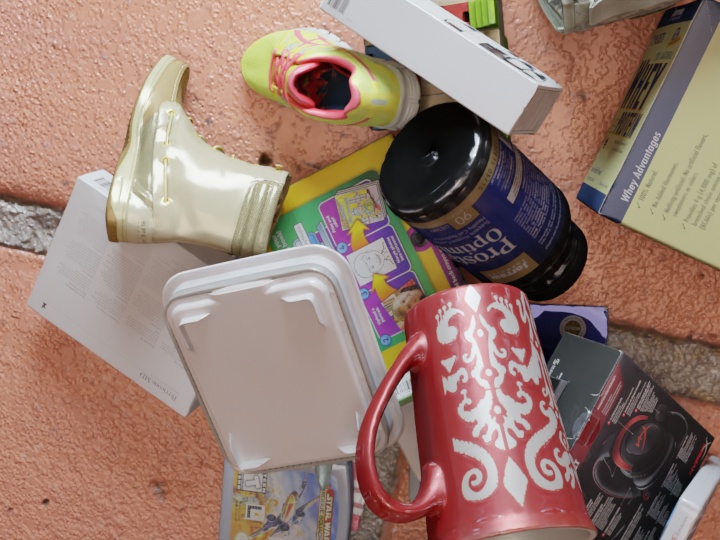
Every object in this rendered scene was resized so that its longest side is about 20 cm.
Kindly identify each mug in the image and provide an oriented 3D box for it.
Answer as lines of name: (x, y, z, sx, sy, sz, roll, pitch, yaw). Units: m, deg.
mug: (0.090, 0.117, 0.792, 0.133, 0.177, 0.202, -24, 59, 31)

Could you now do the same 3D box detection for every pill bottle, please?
pill bottle: (0.117, -0.052, 0.894, 0.112, 0.112, 0.199, -48, 130, 9)

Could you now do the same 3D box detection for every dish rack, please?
dish rack: (-0.067, 0.086, 0.826, 0.170, 0.044, 0.202, -11, 115, 17)

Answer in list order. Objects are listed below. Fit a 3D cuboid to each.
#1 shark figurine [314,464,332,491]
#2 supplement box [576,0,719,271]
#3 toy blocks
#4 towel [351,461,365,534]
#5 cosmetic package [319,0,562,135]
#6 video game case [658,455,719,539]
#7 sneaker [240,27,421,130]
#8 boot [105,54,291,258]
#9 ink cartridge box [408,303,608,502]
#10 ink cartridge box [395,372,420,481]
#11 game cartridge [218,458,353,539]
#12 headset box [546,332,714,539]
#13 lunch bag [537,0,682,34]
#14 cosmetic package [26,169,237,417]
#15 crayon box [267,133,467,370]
shark figurine: (-0.069, 0.084, 0.889, 0.127, 0.089, 0.216, 23, 136, 37)
supplement box: (0.332, -0.106, 0.896, 0.198, 0.134, 0.202, 24, 100, -1)
toy blocks: (0.063, -0.211, 0.927, 0.135, 0.100, 0.203, -4, 95, 15)
towel: (-0.054, 0.161, 1.024, 0.145, 0.030, 0.202, 11, 99, 4)
cosmetic package: (0.068, -0.187, 0.842, 0.199, 0.082, 0.051, 37, 109, 16)
video game case: (0.283, 0.272, 0.933, 0.023, 0.199, 0.184, 27, 103, 24)
sneaker: (-0.045, -0.175, 0.903, 0.199, 0.090, 0.079, 19, 110, 37)
boot: (-0.138, -0.103, 0.927, 0.154, 0.073, 0.202, 9, 57, -2)
ink cartridge box: (0.147, 0.134, 0.997, 0.197, 0.041, 0.203, 1, 99, 4)
ink cartridge box: (0.116, 0.160, 0.956, 0.144, 0.048, 0.201, -24, 121, 4)
game cartridge: (-0.073, 0.239, 1.005, 0.132, 0.042, 0.203, 6, 99, 10)
headset box: (0.217, 0.162, 0.914, 0.200, 0.075, 0.150, 37, 79, -35)
lunch bag: (0.223, -0.276, 0.839, 0.162, 0.201, 0.118, -15, 137, 6)
cosmetic package: (-0.208, 0.021, 0.968, 0.199, 0.052, 0.152, 34, 111, 8)
crayon box: (0.000, 0.000, 0.962, 0.171, 0.058, 0.202, -26, 86, 9)
